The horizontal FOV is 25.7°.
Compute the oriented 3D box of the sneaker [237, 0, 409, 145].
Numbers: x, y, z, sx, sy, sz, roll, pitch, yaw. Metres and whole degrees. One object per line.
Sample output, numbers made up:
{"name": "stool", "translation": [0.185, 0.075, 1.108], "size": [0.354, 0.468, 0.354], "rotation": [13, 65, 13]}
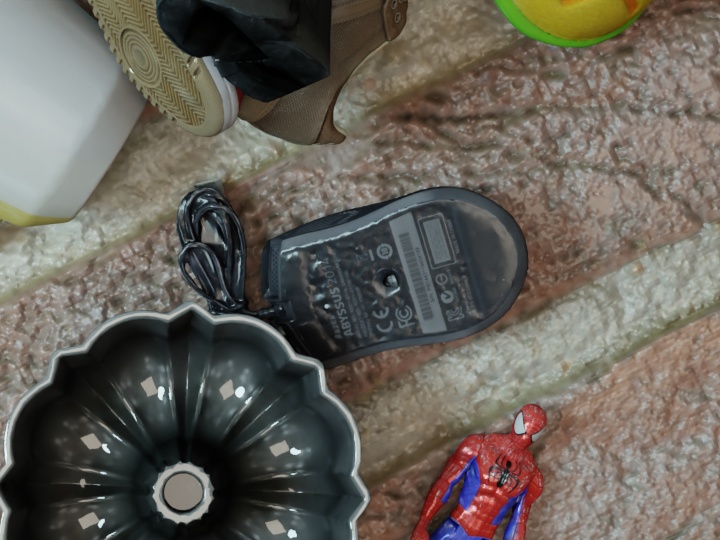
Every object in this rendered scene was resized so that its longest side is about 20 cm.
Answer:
{"name": "sneaker", "translation": [-0.005, -0.162, 0.842], "size": [0.075, 0.070, 0.201], "rotation": [26, 94, -36]}

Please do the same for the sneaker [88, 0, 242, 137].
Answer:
{"name": "sneaker", "translation": [-0.092, -0.170, 0.812], "size": [0.112, 0.071, 0.201], "rotation": [-29, 84, -36]}

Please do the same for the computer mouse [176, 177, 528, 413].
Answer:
{"name": "computer mouse", "translation": [0.000, 0.000, 0.916], "size": [0.199, 0.053, 0.139], "rotation": [-11, 99, 12]}

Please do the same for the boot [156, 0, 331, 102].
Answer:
{"name": "boot", "translation": [-0.077, -0.200, 0.752], "size": [0.164, 0.066, 0.201], "rotation": [22, 63, -32]}

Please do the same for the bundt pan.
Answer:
{"name": "bundt pan", "translation": [-0.098, 0.120, 0.869], "size": [0.201, 0.076, 0.203], "rotation": [1, 85, -7]}

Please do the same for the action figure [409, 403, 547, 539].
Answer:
{"name": "action figure", "translation": [0.058, 0.168, 0.938], "size": [0.065, 0.052, 0.201], "rotation": [28, 93, -1]}

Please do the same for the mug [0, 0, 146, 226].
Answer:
{"name": "mug", "translation": [-0.209, -0.096, 0.869], "size": [0.153, 0.186, 0.150], "rotation": [32, 62, -14]}

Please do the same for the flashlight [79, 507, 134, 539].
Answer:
{"name": "flashlight", "translation": [-0.092, 0.218, 0.932], "size": [0.200, 0.068, 0.068], "rotation": [41, 61, -2]}

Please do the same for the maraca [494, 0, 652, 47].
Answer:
{"name": "maraca", "translation": [0.124, -0.222, 0.856], "size": [0.137, 0.107, 0.201], "rotation": [0, 103, -32]}
